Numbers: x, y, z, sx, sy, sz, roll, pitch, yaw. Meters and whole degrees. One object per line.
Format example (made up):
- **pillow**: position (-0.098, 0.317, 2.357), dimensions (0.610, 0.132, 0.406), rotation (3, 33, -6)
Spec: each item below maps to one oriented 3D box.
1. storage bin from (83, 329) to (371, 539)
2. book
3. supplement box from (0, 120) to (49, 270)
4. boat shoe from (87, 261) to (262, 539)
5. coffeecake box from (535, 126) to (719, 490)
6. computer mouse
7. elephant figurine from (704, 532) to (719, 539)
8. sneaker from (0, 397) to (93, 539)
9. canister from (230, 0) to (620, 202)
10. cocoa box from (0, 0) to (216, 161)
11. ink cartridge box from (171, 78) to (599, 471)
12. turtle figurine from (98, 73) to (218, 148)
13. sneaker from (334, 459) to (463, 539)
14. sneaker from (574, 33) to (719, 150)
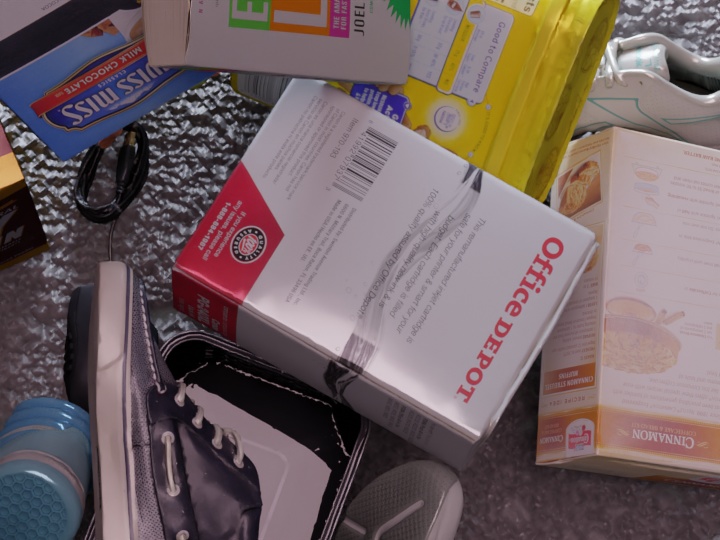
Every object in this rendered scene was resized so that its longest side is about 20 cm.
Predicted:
- **storage bin**: position (-0.086, 0.151, 1.354), dimensions (0.135, 0.094, 0.200), rotation (21, 79, 0)
- **book**: position (-0.042, -0.171, 1.231), dimensions (0.048, 0.200, 0.134), rotation (2, 93, 36)
- **supplement box**: position (-0.287, -0.093, 1.333), dimensions (0.133, 0.200, 0.197), rotation (-23, 81, -8)
- **boat shoe**: position (-0.106, 0.094, 1.287), dimensions (0.093, 0.075, 0.200), rotation (-2, 87, -11)
- **coffeecake box**: position (0.195, 0.028, 1.382), dimensions (0.153, 0.073, 0.200), rotation (10, 76, -26)
- **computer mouse**: position (-0.155, 0.000, 1.409), dimensions (0.059, 0.034, 0.200), rotation (1, 78, -3)
- **elephant figurine**: position (0.152, 0.250, 1.348), dimensions (0.200, 0.155, 0.142), rotation (-19, 116, 3)
- **sneaker**: position (-0.224, 0.155, 1.358), dimensions (0.200, 0.131, 0.080), rotation (-38, 104, 25)
- **canister**: position (0.036, -0.136, 1.357), dimensions (0.200, 0.087, 0.149), rotation (24, 103, 13)
- **cocoa box**: position (-0.160, -0.190, 1.281), dimensions (0.133, 0.131, 0.200), rotation (-28, 42, 14)
- **ink cartridge box**: position (0.013, 0.002, 1.287), dimensions (0.200, 0.083, 0.145), rotation (30, 70, 6)
- **turtle figurine**: position (-0.106, -0.174, 1.392), dimensions (0.064, 0.200, 0.161), rotation (13, 52, -30)
- **sneaker**: position (0.022, 0.194, 1.332), dimensions (0.080, 0.070, 0.200), rotation (4, 122, -33)
- **sneaker**: position (0.155, -0.121, 1.419), dimensions (0.200, 0.080, 0.070), rotation (4, 63, -4)
